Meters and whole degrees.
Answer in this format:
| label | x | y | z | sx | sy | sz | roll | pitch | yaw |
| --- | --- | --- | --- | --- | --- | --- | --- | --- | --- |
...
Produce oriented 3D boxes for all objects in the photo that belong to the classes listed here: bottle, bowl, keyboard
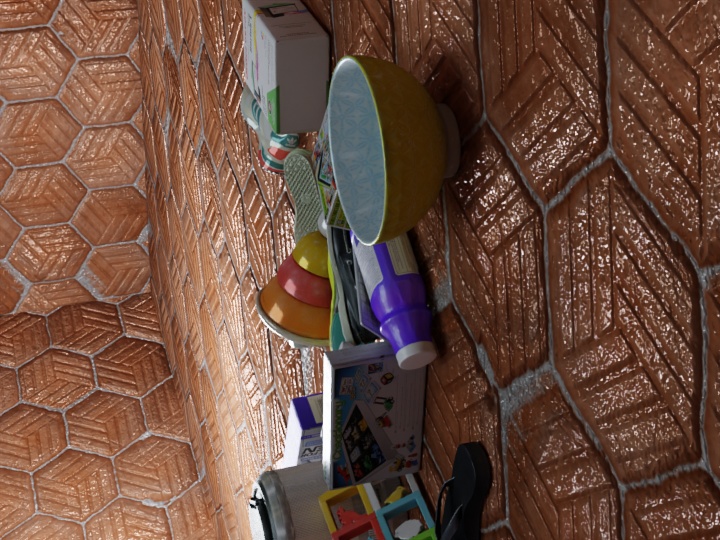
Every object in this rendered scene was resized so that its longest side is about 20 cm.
| label | x | y | z | sx | sy | sz | roll | pitch | yaw |
| --- | --- | --- | --- | --- | --- | --- | --- | --- | --- |
| bottle | 0.042 | 0.020 | 1.463 | 0.084 | 0.065 | 0.201 | 105 | 152 | -59 |
| bowl | 0.044 | -0.133 | 1.298 | 0.200 | 0.107 | 0.202 | 171 | 90 | -75 |
| keyboard | 0.010 | 0.000 | 1.527 | 0.056 | 0.011 | 0.201 | 41 | -149 | -41 |

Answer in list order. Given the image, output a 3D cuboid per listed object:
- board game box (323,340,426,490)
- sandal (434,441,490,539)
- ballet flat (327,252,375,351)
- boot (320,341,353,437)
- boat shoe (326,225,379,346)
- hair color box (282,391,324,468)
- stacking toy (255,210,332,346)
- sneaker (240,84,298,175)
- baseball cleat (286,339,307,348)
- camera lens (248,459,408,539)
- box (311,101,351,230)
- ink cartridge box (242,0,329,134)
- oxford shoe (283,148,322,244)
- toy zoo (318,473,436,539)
| label | x | y | z | sx | sy | sz | roll | pitch | yaw |
| --- | --- | --- | --- | --- | --- | --- | --- | --- | --- |
| board game box | 0.017 | 0.180 | 1.524 | 0.035 | 0.125 | 0.201 | -122 | 29 | -53 |
| sandal | 0.109 | 0.275 | 1.406 | 0.076 | 0.043 | 0.201 | -117 | 25 | -48 |
| ballet flat | -0.011 | 0.044 | 1.687 | 0.067 | 0.066 | 0.202 | -66 | -27 | -80 |
| boot | 0.004 | 0.170 | 1.637 | 0.201 | 0.095 | 0.074 | 101 | -179 | -53 |
| boat shoe | 0.000 | 0.001 | 1.602 | 0.074 | 0.066 | 0.201 | -29 | -69 | -76 |
| hair color box | -0.054 | 0.264 | 1.845 | 0.201 | 0.109 | 0.065 | 101 | 153 | -50 |
| stacking toy | -0.058 | -0.004 | 1.742 | 0.201 | 0.145 | 0.146 | -68 | 30 | 29 |
| sneaker | -0.138 | -0.251 | 1.966 | 0.094 | 0.070 | 0.201 | -59 | 38 | 39 |
| baseball cleat | -0.094 | 0.070 | 1.984 | 0.200 | 0.069 | 0.107 | 129 | 124 | -81 |
| camera lens | -0.049 | 0.348 | 1.706 | 0.160 | 0.199 | 0.161 | 171 | 90 | -74 |
| box | -0.023 | -0.146 | 1.534 | 0.200 | 0.034 | 0.111 | -104 | 29 | -60 |
| ink cartridge box | -0.111 | -0.308 | 1.782 | 0.200 | 0.083 | 0.146 | -121 | 27 | -54 |
| oxford shoe | -0.065 | -0.089 | 1.801 | 0.058 | 0.075 | 0.201 | -45 | -51 | -57 |
| toy zoo | 0.024 | 0.323 | 1.575 | 0.021 | 0.131 | 0.200 | 63 | 180 | -44 |
